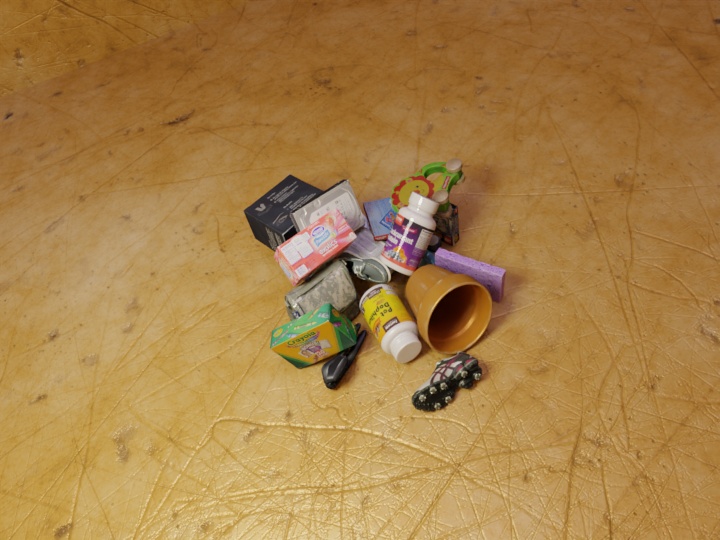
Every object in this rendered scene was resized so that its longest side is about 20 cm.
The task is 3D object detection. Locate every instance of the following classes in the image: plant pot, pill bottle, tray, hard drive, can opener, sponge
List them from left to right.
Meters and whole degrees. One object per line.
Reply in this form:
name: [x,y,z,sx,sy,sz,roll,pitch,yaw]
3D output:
hard drive: [-0.089,-0.147,1.650,0.198,0.143,0.038,-33,22,-22]
can opener: [-0.037,0.223,1.532,0.077,0.064,0.201,-8,33,40]
tray: [0.001,-0.082,1.692,0.107,0.022,0.198,-41,57,-21]
pill bottle: [0.081,0.140,1.539,0.107,0.111,0.202,-24,50,-10]
pill bottle: [0.136,-0.100,1.576,0.110,0.110,0.205,29,102,31]
plant pot: [0.211,0.080,1.523,0.196,0.204,0.183,-26,35,-12]
sponge: [0.296,0.012,1.600,0.196,0.113,0.030,21,57,26]

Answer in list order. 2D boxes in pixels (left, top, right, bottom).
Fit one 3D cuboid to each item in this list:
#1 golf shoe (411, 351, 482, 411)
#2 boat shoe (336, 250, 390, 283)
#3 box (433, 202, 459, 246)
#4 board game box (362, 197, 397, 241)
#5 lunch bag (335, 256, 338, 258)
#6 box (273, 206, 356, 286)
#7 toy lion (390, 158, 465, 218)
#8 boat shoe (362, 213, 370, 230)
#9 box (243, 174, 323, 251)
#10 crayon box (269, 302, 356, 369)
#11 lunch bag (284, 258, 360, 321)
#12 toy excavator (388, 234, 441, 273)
golf shoe: [0.202,0.272,1.444,0.196,0.079,0.088,-27,30,-14]
boat shoe: [0.000,0.000,1.610,0.061,0.075,0.197,-29,35,-34]
box: [0.202,-0.168,1.751,0.197,0.139,0.040,30,62,30]
board game box: [0.072,-0.155,1.737,0.100,0.020,0.202,-12,36,-2]
lunch bag: [-0.122,-0.071,1.773,0.195,0.084,0.163,-22,51,-8]
box: [-0.120,-0.062,1.551,0.198,0.095,0.104,-37,89,-21]
toy lion: [0.184,-0.232,1.683,0.187,0.069,0.203,9,56,29]
boat shoe: [0.008,-0.114,1.793,0.071,0.068,0.201,-37,74,-15]
box: [-0.204,-0.157,1.738,0.198,0.119,0.196,30,60,36]
crayon box: [-0.120,0.170,1.499,0.197,0.119,0.059,-26,42,26]
lunch bag: [-0.107,0.079,1.589,0.198,0.170,0.139,-37,53,-19]
toy excavator: [0.120,-0.031,1.692,0.192,0.101,0.201,32,71,33]
